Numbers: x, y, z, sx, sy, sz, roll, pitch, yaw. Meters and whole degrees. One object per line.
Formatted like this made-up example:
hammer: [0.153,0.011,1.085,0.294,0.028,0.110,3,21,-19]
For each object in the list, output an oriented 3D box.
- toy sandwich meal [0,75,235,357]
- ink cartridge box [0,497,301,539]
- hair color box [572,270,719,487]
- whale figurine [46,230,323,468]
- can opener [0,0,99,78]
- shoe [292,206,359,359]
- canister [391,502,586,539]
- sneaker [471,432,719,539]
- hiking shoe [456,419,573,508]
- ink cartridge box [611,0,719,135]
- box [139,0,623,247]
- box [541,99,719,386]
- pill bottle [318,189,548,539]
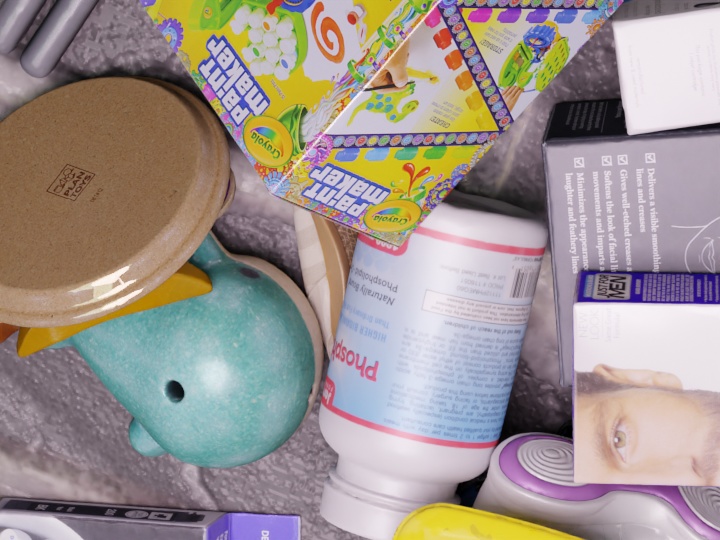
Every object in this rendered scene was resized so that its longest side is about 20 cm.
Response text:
toy sandwich meal: [-0.165,-0.029,1.474,0.204,0.206,0.070,-14,140,11]
ink cartridge box: [-0.140,0.248,1.598,0.199,0.043,0.199,3,106,6]
hair color box: [0.218,0.061,1.374,0.199,0.065,0.110,1,108,9]
whale figurine: [-0.124,0.046,1.500,0.199,0.104,0.160,21,113,15]
can opener: [-0.159,-0.202,1.462,0.053,0.067,0.200,35,112,-5]
shoe: [0.000,0.000,1.507,0.070,0.053,0.201,-20,109,-18]
canister: [0.080,0.217,1.425,0.148,0.087,0.200,14,152,8]
sneaker: [0.157,0.158,1.463,0.199,0.075,0.100,17,127,-11]
hiking shoe: [0.123,0.127,1.517,0.199,0.074,0.087,-5,102,-2]
ink cartridge box: [0.246,-0.133,1.397,0.199,0.116,0.068,-7,105,8]
box: [0.001,-0.159,1.368,0.193,0.122,0.200,-47,54,17]
box: [0.211,-0.022,1.438,0.199,0.107,0.149,-2,106,9]
pill bottle: [0.037,0.055,1.446,0.108,0.109,0.201,13,97,4]
